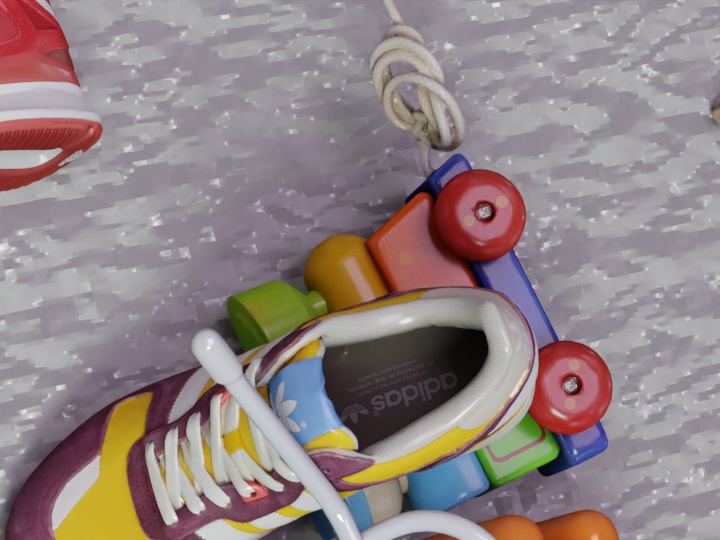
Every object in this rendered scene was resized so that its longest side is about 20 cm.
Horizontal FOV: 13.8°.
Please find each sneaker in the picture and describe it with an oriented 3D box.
[{"bbox_3d":[-0.186,-0.087,1.026,0.200,0.078,0.116,4,62,-52],"label":"sneaker"},{"bbox_3d":[-0.035,0.055,1.021,0.200,0.090,0.075,-26,78,-1],"label":"sneaker"}]

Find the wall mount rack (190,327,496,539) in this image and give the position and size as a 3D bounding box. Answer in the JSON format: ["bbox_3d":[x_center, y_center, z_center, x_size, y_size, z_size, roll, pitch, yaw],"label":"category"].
[{"bbox_3d":[-0.055,0.118,0.976,0.200,0.075,0.174,-27,90,12],"label":"wall mount rack"}]

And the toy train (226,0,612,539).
[{"bbox_3d":[0.000,0.000,1.106,0.116,0.085,0.200,-26,86,-15],"label":"toy train"}]

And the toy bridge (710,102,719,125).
[{"bbox_3d":[0.229,-0.107,1.276,0.067,0.027,0.200,49,60,-10],"label":"toy bridge"}]

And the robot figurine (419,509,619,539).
[{"bbox_3d":[0.066,0.189,1.059,0.116,0.144,0.200,-12,79,8],"label":"robot figurine"}]
